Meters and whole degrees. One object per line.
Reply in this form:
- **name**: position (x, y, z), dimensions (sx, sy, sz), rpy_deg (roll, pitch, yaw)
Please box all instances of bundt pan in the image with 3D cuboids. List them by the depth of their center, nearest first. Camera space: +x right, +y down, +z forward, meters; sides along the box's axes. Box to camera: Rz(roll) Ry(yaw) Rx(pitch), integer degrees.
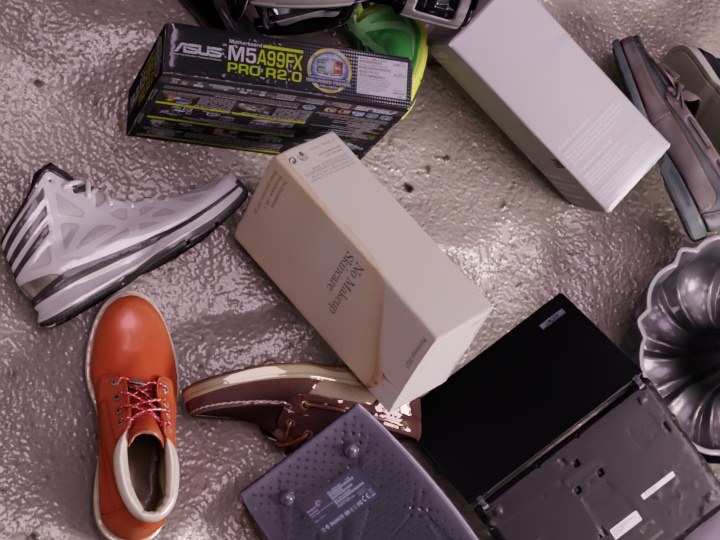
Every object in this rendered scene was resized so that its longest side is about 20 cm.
- **bundt pan**: position (0.312, 0.075, 1.703), dimensions (0.201, 0.076, 0.203), rpy_deg (5, 74, -17)

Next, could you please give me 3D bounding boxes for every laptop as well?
- **laptop**: position (0.164, 0.154, 1.623), dimensions (0.177, 0.103, 0.200), rpy_deg (-37, 100, -6)

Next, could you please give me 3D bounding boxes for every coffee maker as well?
- **coffee maker**: position (-0.009, -0.285, 1.595), dimensions (0.199, 0.135, 0.193), rpy_deg (2, 67, -17)

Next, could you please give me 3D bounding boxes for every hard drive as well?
- **hard drive**: position (0.015, 0.211, 1.562), dimensions (0.135, 0.042, 0.200), rpy_deg (-38, 96, 11)

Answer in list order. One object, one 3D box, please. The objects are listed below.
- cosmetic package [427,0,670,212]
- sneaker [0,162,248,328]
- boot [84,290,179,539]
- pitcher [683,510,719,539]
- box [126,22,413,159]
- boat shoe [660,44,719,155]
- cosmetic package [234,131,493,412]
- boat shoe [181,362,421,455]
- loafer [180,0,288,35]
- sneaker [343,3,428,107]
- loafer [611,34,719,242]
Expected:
- **cosmetic package**: position (0.154, -0.148, 1.671), dimensions (0.200, 0.107, 0.090), rpy_deg (43, 87, -11)
- **sneaker**: position (-0.193, -0.051, 1.578), dimensions (0.200, 0.076, 0.116), rpy_deg (-31, 89, -19)
- **boot**: position (-0.168, 0.106, 1.532), dimensions (0.075, 0.107, 0.201), rpy_deg (0, 75, -16)
- **pitcher**: position (0.288, 0.244, 1.635), dimensions (0.172, 0.121, 0.200), rpy_deg (46, 79, -2)
- **box**: position (-0.075, -0.138, 1.592), dimensions (0.199, 0.160, 0.044), rpy_deg (7, 75, -15)
- **boat shoe**: position (0.332, -0.115, 1.747), dimensions (0.066, 0.075, 0.200), rpy_deg (1, 46, -36)
- **cosmetic package**: position (0.000, 0.000, 1.577), dimensions (0.073, 0.104, 0.200), rpy_deg (-25, 65, -40)
- **boat shoe**: position (-0.043, 0.115, 1.588), dimensions (0.199, 0.072, 0.072), rpy_deg (1, 75, -23)
- **loafer**: position (-0.150, -0.256, 1.649), dimensions (0.200, 0.072, 0.063), rpy_deg (41, 73, -7)
- **sneaker**: position (0.008, -0.214, 1.687), dimensions (0.083, 0.074, 0.201), rpy_deg (-4, 66, -14)
- **loafer**: position (0.277, -0.121, 1.726), dimensions (0.063, 0.072, 0.201), rpy_deg (-22, 67, 8)
